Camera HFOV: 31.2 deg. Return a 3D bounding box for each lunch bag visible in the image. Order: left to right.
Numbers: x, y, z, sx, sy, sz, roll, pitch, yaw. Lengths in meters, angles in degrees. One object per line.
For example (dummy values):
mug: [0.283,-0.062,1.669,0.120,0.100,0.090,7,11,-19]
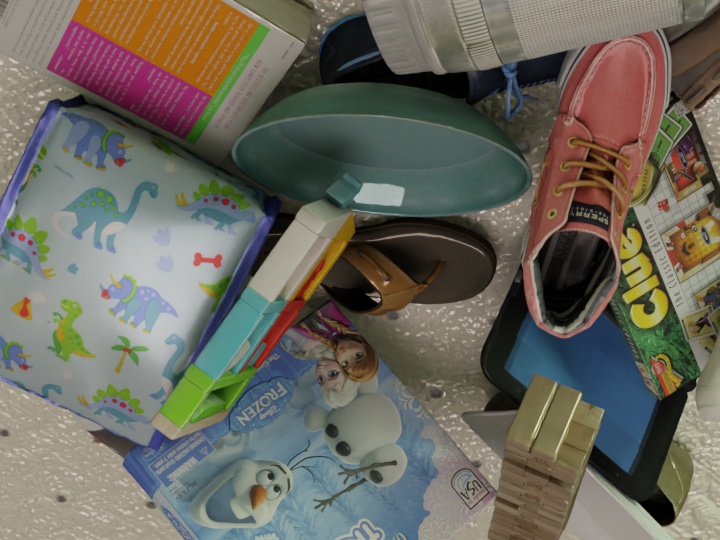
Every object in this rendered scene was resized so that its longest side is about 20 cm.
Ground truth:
lunch bag: [-0.171,0.004,0.888,0.170,0.127,0.200,27,97,-4]

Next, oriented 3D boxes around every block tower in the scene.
block tower: [0.131,0.152,0.936,0.054,0.058,0.200,22,152,15]

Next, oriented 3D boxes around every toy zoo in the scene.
toy zoo: [-0.059,0.021,0.863,0.020,0.131,0.200,36,93,7]

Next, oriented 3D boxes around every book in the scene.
book: [-0.150,-0.163,0.846,0.200,0.048,0.134,27,129,-17]

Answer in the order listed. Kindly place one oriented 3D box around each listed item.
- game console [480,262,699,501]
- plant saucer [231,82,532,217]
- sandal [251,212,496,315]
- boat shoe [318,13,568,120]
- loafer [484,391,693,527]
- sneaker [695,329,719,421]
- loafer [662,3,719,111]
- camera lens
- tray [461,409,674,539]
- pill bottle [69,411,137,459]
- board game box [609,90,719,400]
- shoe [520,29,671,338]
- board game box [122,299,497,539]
game console: [0.211,0.046,0.946,0.171,0.118,0.200,-36,119,28]
plant saucer: [0.015,-0.082,0.857,0.200,0.036,0.200,5,165,1]
sandal: [0.000,0.000,0.958,0.200,0.055,0.082,8,135,-3]
boat shoe: [0.073,-0.132,0.840,0.200,0.069,0.084,-10,128,12]
loafer: [0.195,0.152,1.066,0.200,0.067,0.076,22,127,-14]
sneaker: [0.288,0.029,0.897,0.076,0.200,0.081,-5,119,53]
loafer: [0.240,-0.144,0.758,0.072,0.200,0.063,-25,93,-18]
camera lens: [0.101,-0.202,0.723,0.200,0.160,0.160,-12,128,13]
tray: [0.175,0.172,1.014,0.200,0.022,0.107,45,158,-13]
pill bottle: [-0.159,0.100,1.018,0.111,0.111,0.200,-31,121,25]
board game box: [0.216,-0.014,0.908,0.105,0.023,0.200,-31,114,-6]
shoe: [0.148,-0.057,0.803,0.071,0.091,0.200,13,119,-2]
board game box: [-0.035,0.155,0.955,0.199,0.200,0.043,49,154,7]
